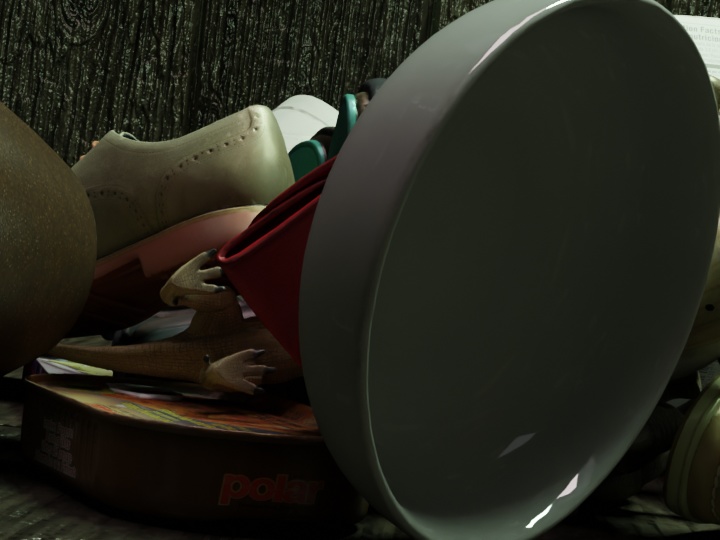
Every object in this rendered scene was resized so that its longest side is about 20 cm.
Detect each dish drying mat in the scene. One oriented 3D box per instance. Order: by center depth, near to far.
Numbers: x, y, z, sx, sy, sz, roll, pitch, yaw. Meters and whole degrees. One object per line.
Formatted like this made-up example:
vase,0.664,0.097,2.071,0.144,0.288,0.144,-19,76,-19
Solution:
dish drying mat,0.013,0.021,0.805,0.018,0.077,0.200,55,1,37

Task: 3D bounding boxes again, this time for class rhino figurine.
rhino figurine,0.110,0.071,0.910,0.087,0.060,0.200,-15,-1,7

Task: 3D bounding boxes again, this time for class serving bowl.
serving bowl,0.044,-0.006,0.726,0.065,0.202,0.199,22,11,37

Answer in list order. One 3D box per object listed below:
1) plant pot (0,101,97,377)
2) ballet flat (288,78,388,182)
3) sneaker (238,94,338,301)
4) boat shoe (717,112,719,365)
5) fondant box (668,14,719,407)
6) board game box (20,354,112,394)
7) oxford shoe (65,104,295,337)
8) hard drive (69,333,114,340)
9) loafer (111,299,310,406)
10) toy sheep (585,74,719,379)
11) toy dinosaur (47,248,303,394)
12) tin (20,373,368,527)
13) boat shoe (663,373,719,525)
plant pot,-0.195,-0.016,0.786,0.186,0.189,0.199,7,-2,32
ballet flat,0.009,-0.032,0.869,0.072,0.074,0.200,6,-11,-11
sneaker,0.000,0.000,1.005,0.199,0.074,0.115,34,41,21
boat shoe,0.170,0.000,0.994,0.064,0.074,0.201,5,43,-9
fondant box,0.175,-0.017,1.140,0.058,0.201,0.145,6,-34,-1
board game box,-0.105,0.064,1.054,0.119,0.033,0.200,10,0,-14
oxford shoe,-0.111,-0.018,0.905,0.198,0.075,0.071,-13,-19,24
hard drive,-0.221,0.025,1.167,0.198,0.043,0.135,-6,-3,21
loafer,-0.017,0.033,0.953,0.198,0.072,0.063,-3,31,-13
toy sheep,0.105,-0.024,0.875,0.137,0.139,0.200,5,14,-30
toy dinosaur,-0.054,0.033,0.856,0.198,0.059,0.101,-3,-16,-3
tin,-0.068,0.068,0.812,0.111,0.042,0.200,10,-1,-23
boat shoe,0.202,0.077,0.877,0.066,0.075,0.199,23,18,39
